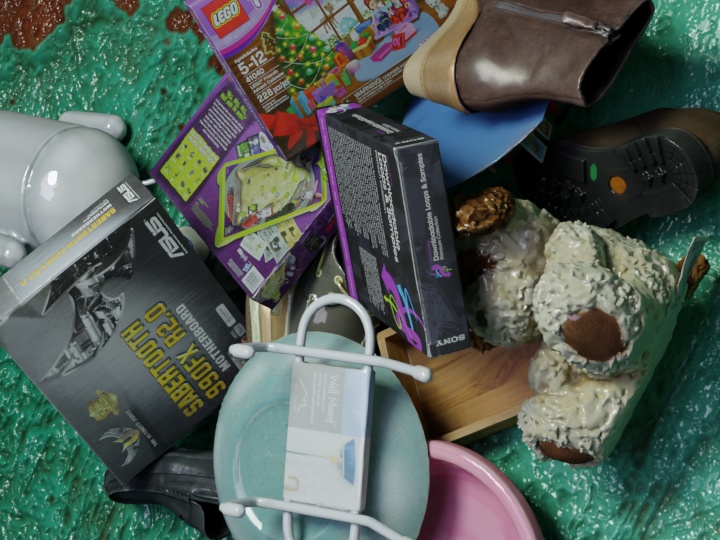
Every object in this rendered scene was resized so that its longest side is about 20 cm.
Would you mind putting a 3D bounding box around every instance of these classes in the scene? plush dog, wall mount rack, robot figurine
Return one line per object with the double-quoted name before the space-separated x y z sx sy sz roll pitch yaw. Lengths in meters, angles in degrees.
"plush dog" 0.127 0.009 1.446 0.171 0.200 0.161 28 59 17
"wall mount rack" -0.014 0.119 1.491 0.173 0.074 0.201 6 94 31
"robot figurine" -0.265 -0.070 1.799 0.199 0.113 0.170 12 58 36

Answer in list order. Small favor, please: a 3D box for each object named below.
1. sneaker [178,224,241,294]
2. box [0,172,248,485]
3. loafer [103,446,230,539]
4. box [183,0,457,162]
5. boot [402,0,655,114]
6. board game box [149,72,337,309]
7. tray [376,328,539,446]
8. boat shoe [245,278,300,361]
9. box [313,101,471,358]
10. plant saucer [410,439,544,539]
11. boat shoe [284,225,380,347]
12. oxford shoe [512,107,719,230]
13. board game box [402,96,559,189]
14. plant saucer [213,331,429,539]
"sneaker" -0.181 0.002 1.748 0.199 0.088 0.076 -24 73 33
"box" -0.178 0.047 1.639 0.158 0.200 0.048 -39 40 -7
"loafer" -0.121 0.177 1.695 0.200 0.068 0.071 -5 72 32
"box" -0.010 -0.191 1.575 0.200 0.039 0.137 -34 106 -4
"boot" 0.138 -0.180 1.494 0.166 0.072 0.200 6 49 41
"board game box" -0.081 -0.069 1.649 0.120 0.032 0.200 -54 41 11
"tray" 0.110 0.059 1.562 0.199 0.037 0.099 -25 71 32
"boat shoe" -0.042 0.003 1.661 0.076 0.072 0.201 -3 83 24
"box" 0.020 -0.032 1.469 0.200 0.036 0.144 -141 39 -71
"plant saucer" 0.059 0.223 1.562 0.200 0.051 0.202 0 90 37
"boat shoe" -0.003 -0.001 1.610 0.060 0.072 0.203 -163 95 -80
"oxford shoe" 0.188 -0.073 1.505 0.200 0.084 0.073 -2 117 52
"board game box" 0.096 -0.113 1.551 0.158 0.039 0.200 -22 33 39
"plant saucer" -0.042 0.146 1.579 0.200 0.039 0.202 1 92 36
